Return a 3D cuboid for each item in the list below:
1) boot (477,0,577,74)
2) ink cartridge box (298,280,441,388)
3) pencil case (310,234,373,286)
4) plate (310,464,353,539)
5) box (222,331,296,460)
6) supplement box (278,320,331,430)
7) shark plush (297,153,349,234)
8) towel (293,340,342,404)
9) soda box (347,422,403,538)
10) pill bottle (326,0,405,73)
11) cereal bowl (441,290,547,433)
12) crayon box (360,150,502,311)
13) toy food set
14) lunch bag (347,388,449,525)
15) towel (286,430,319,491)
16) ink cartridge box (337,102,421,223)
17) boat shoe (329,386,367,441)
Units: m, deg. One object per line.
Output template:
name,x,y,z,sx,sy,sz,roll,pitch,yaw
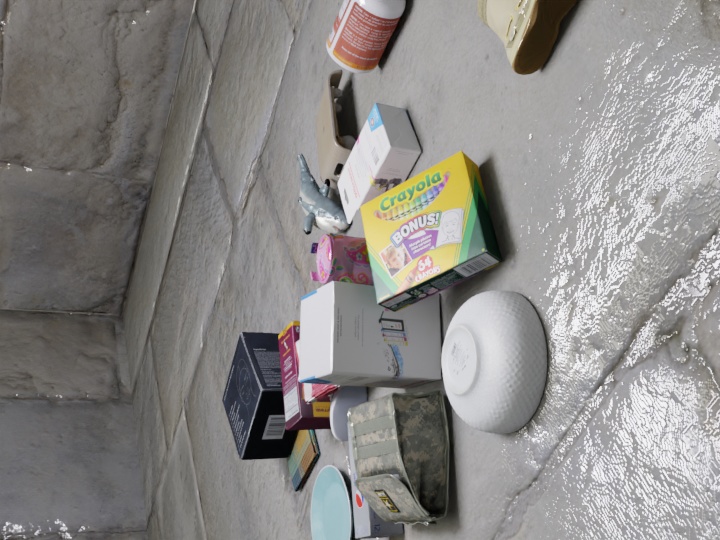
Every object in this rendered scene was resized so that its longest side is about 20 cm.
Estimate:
boot,0.233,-0.396,1.185,0.157,0.071,0.202,-113,31,-41
ink cartridge box,0.015,0.111,1.418,0.147,0.196,0.148,153,121,-61
pencil case,0.018,-0.008,1.431,0.087,0.196,0.090,-174,90,-67
plate,-0.052,0.488,1.700,0.199,0.025,0.205,-21,66,62
box,-0.215,0.278,1.925,0.198,0.122,0.203,57,136,49
supplement box,-0.096,0.213,1.744,0.086,0.108,0.204,-44,47,53
shark plush,-0.081,-0.157,1.816,0.083,0.090,0.203,-41,52,33
towel,-0.038,0.146,1.613,0.198,0.023,0.146,-32,50,20
soda box,0.025,0.360,1.506,0.063,0.067,0.204,-37,54,56
pill bottle,0.018,-0.481,1.620,0.201,0.110,0.114,122,143,-44
cereal bowl,0.172,0.128,1.215,0.199,0.082,0.205,-176,90,-65
crayon box,0.103,-0.058,1.321,0.198,0.058,0.176,-26,60,28
toy food set,-0.049,-0.294,1.811,0.144,0.059,0.204,118,150,-61
lunch bag,0.064,0.306,1.381,0.164,0.115,0.205,-31,64,60
towel,-0.140,0.364,1.920,0.148,0.021,0.202,-64,33,38
ink cartridge box,0.030,-0.190,1.592,0.201,0.067,0.117,120,145,-42
boat shoe,-0.026,0.223,1.651,0.065,0.072,0.204,157,125,-65
